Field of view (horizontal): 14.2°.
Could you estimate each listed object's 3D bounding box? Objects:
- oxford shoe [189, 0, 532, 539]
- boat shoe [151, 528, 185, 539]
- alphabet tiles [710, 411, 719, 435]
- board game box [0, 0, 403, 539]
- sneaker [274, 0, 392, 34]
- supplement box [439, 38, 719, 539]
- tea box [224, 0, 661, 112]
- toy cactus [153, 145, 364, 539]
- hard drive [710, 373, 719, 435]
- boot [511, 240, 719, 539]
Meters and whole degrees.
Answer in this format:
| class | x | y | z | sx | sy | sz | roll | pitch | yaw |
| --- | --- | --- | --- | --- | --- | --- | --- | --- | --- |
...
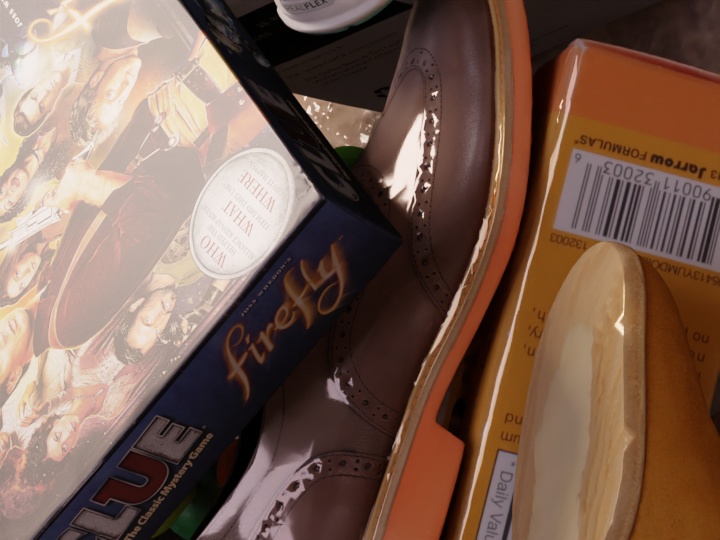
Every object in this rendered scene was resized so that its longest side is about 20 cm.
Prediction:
| class | x | y | z | sx | sy | sz | roll | pitch | yaw |
| --- | --- | --- | --- | --- | --- | --- | --- | --- | --- |
| oxford shoe | 0.000 | 0.000 | 0.803 | 0.071 | 0.073 | 0.201 | 133 | 151 | -75 |
| boat shoe | -0.104 | 0.024 | 1.030 | 0.074 | 0.076 | 0.201 | -26 | 65 | 42 |
| alphabet tiles | 0.066 | 0.139 | 0.856 | 0.200 | 0.008 | 0.168 | -21 | 70 | 41 |
| board game box | -0.082 | -0.021 | 0.823 | 0.136 | 0.035 | 0.200 | -50 | 44 | 14 |
| sneaker | -0.027 | -0.169 | 0.786 | 0.077 | 0.091 | 0.201 | -13 | 74 | 40 |
| supplement box | 0.060 | 0.041 | 0.814 | 0.067 | 0.069 | 0.201 | 162 | 125 | -83 |
| tea box | 0.027 | -0.176 | 0.892 | 0.200 | 0.133 | 0.197 | -19 | 72 | 41 |
| toy cactus | -0.038 | 0.044 | 0.921 | 0.102 | 0.200 | 0.165 | -2 | 121 | 13 |
| hard drive | 0.078 | 0.105 | 0.873 | 0.132 | 0.026 | 0.200 | 46 | 115 | 38 |
| boot | 0.118 | 0.096 | 0.760 | 0.071 | 0.144 | 0.202 | 149 | 122 | -67 |
